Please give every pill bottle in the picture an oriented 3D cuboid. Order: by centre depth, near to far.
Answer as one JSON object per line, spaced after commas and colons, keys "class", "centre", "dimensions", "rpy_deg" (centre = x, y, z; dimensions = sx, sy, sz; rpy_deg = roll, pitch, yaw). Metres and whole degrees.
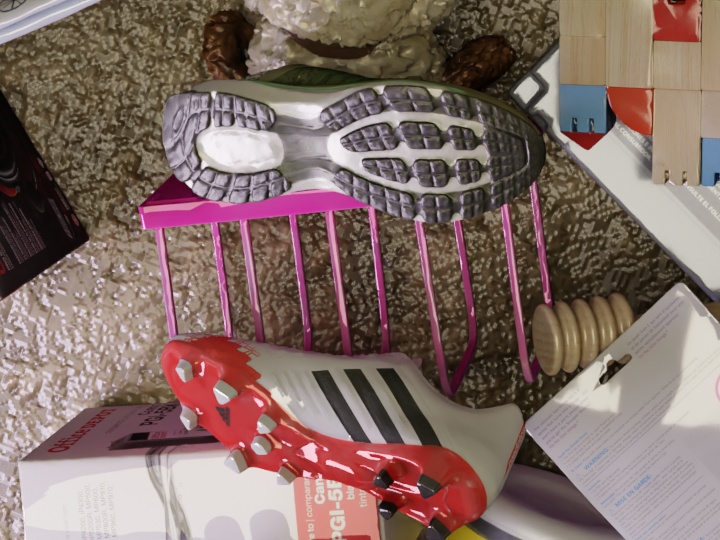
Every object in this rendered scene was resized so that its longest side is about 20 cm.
{"class": "pill bottle", "centre": [0.077, 0.216, 1.640], "dimensions": [0.111, 0.112, 0.201], "rpy_deg": [19, 103, 6]}

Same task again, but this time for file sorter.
{"class": "file sorter", "centre": [0.000, 0.000, 1.602], "dimensions": [0.199, 0.139, 0.126], "rpy_deg": [-6, 103, 11]}

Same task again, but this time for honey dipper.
{"class": "honey dipper", "centre": [0.188, 0.021, 1.549], "dimensions": [0.199, 0.038, 0.038], "rpy_deg": [-9, 100, -14]}

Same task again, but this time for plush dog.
{"class": "plush dog", "centre": [-0.004, -0.145, 1.584], "dimensions": [0.199, 0.161, 0.173], "rpy_deg": [6, 128, 11]}

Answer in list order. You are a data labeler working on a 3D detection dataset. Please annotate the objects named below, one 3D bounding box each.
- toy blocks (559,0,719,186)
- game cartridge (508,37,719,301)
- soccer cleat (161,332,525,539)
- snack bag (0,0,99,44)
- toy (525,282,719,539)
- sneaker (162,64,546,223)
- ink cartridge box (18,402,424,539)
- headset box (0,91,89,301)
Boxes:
{"class": "toy blocks", "centre": [0.180, -0.105, 1.532], "dimensions": [0.199, 0.100, 0.138], "rpy_deg": [4, 105, 17]}
{"class": "game cartridge", "centre": [0.194, -0.072, 1.595], "dimensions": [0.133, 0.041, 0.200], "rpy_deg": [-44, 91, 8]}
{"class": "soccer cleat", "centre": [-0.010, 0.071, 1.520], "dimensions": [0.199, 0.085, 0.069], "rpy_deg": [20, 138, 26]}
{"class": "snack bag", "centre": [-0.169, -0.188, 1.574], "dimensions": [0.188, 0.200, 0.021], "rpy_deg": [-23, 126, 11]}
{"class": "toy", "centre": [0.194, 0.114, 1.522], "dimensions": [0.115, 0.047, 0.200], "rpy_deg": [-43, 84, 18]}
{"class": "sneaker", "centre": [0.003, -0.080, 1.511], "dimensions": [0.199, 0.089, 0.077], "rpy_deg": [7, 121, 19]}
{"class": "ink cartridge box", "centre": [-0.074, 0.122, 1.630], "dimensions": [0.199, 0.147, 0.083], "rpy_deg": [-4, 99, 10]}
{"class": "headset box", "centre": [-0.237, -0.044, 1.601], "dimensions": [0.075, 0.200, 0.149], "rpy_deg": [-30, 93, 14]}
